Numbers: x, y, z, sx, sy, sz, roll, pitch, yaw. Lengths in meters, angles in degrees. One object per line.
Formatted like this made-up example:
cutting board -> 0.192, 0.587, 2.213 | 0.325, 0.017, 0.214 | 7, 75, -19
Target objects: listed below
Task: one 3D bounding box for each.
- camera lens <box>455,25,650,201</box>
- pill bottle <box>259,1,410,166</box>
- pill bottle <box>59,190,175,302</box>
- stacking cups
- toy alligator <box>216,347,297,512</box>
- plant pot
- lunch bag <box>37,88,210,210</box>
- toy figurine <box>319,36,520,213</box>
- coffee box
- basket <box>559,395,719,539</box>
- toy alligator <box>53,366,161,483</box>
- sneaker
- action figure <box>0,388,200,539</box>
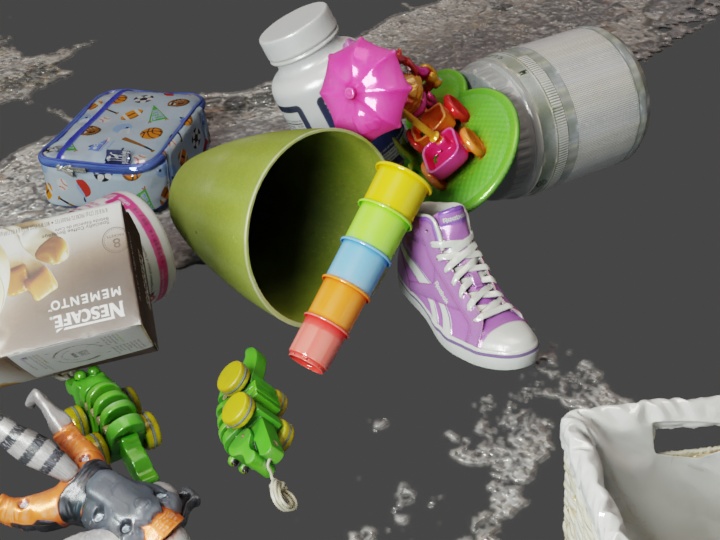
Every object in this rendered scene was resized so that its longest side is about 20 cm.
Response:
camera lens -> 0.206, -0.174, 1.431 | 0.199, 0.161, 0.160 | -21, 39, -27
pill bottle -> -0.027, -0.179, 1.387 | 0.110, 0.201, 0.111 | -23, 26, 12
pill bottle -> -0.283, 0.011, 1.206 | 0.199, 0.114, 0.113 | -28, 42, -34
stacking cups -> 0.000, 0.000, 1.187 | 0.060, 0.061, 0.201 | 18, 74, 26
toy alligator -> -0.092, 0.139, 1.073 | 0.054, 0.059, 0.200 | -41, 33, 16
plant pot -> -0.096, -0.055, 1.272 | 0.187, 0.188, 0.199 | -28, 28, -34
lunch bag -> -0.269, -0.139, 1.468 | 0.159, 0.076, 0.200 | 8, 34, 16
toy figurine -> 0.038, -0.172, 1.279 | 0.150, 0.184, 0.201 | -39, 43, 22
coffee box -> -0.277, 0.028, 1.068 | 0.198, 0.080, 0.115 | -12, 70, -2
basket -> 0.245, 0.203, 0.870 | 0.197, 0.162, 0.200 | -5, 35, -6
toy alligator -> -0.223, 0.109, 1.099 | 0.059, 0.055, 0.200 | -19, 38, -27
sneaker -> 0.095, 0.005, 1.210 | 0.072, 0.115, 0.200 | -19, 39, -28
action figure -> -0.210, 0.188, 0.943 | 0.192, 0.105, 0.200 | 25, 44, 12
